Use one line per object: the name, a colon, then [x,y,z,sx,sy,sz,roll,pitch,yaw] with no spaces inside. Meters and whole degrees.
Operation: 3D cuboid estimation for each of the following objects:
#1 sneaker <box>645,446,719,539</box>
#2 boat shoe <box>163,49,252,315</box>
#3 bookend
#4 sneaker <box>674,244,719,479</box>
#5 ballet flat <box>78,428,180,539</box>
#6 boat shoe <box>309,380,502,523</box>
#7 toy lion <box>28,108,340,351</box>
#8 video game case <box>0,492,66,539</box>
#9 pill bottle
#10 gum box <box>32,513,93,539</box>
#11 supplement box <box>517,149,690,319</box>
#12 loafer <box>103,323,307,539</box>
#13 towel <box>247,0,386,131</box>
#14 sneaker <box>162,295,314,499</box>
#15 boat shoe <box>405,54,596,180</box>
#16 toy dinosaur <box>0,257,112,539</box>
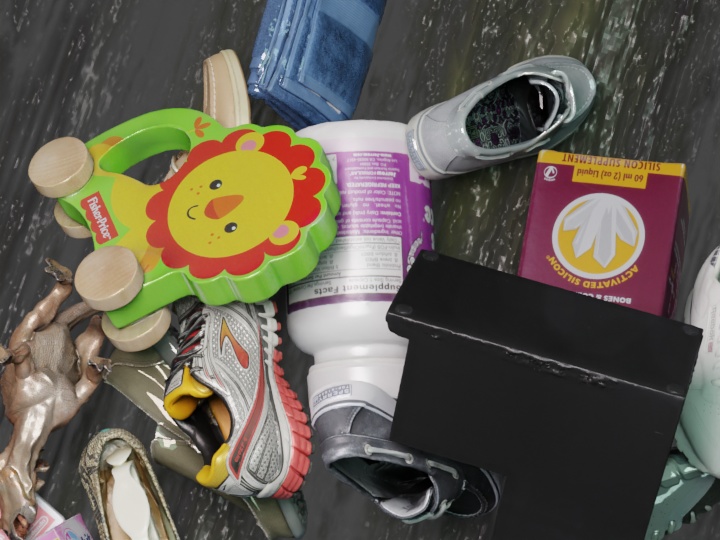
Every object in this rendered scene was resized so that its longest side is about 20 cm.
sneaker: [0.209,0.194,1.485,0.199,0.075,0.116,-12,89,-2]
boat shoe: [-0.113,-0.065,1.500,0.064,0.071,0.201,0,80,-6]
bookend: [0.108,0.115,1.374,0.198,0.092,0.200,15,121,10]
sneaker: [0.267,0.059,1.469,0.076,0.081,0.200,10,50,-6]
ballet flat: [-0.151,0.205,1.439,0.068,0.075,0.200,-19,81,-12]
boat shoe: [0.036,0.144,1.419,0.072,0.200,0.068,-24,53,23]
toy lion: [-0.115,-0.045,1.416,0.191,0.069,0.200,-28,47,-3]
video game case: [-0.332,0.168,1.460,0.200,0.017,0.143,41,78,4]
pill bottle: [0.000,0.000,1.477,0.112,0.112,0.201,-1,79,-6]
gum box: [-0.255,0.268,1.391,0.200,0.066,0.114,-31,89,7]
supplement box: [0.171,0.023,1.478,0.110,0.086,0.201,6,70,14]
loafer: [-0.113,0.122,1.469,0.070,0.075,0.200,-40,79,2]
towel: [-0.019,-0.203,1.522,0.048,0.112,0.201,5,74,34]
sneaker: [-0.098,0.063,1.402,0.082,0.078,0.200,1,54,-35]
boat shoe: [0.121,-0.115,1.492,0.201,0.071,0.070,-25,98,-42]
toy dinosaur: [-0.231,0.082,1.449,0.086,0.136,0.200,28,37,-8]
